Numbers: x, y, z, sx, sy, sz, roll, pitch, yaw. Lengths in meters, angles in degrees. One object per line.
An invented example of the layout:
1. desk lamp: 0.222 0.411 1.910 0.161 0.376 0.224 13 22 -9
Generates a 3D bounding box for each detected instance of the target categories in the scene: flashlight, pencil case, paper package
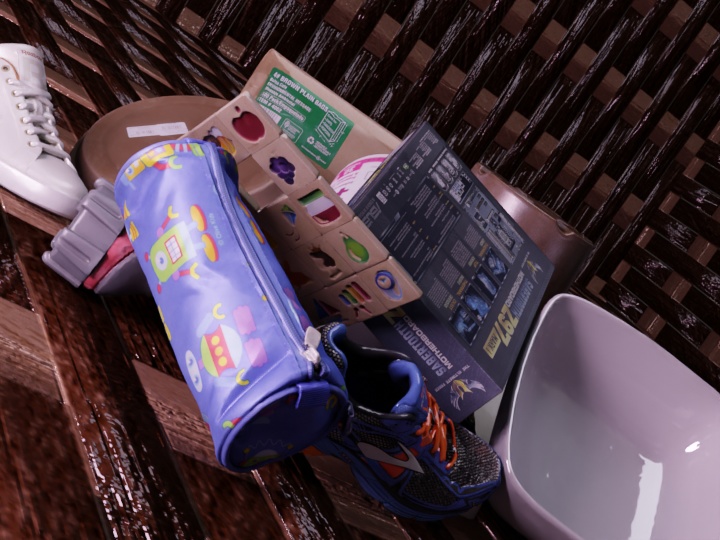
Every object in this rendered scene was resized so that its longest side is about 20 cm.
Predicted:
1. flashlight: -0.108 0.026 0.821 0.199 0.068 0.068 39 16 -12
2. pencil case: -0.076 0.014 0.724 0.077 0.087 0.202 6 48 -47
3. paper package: -0.053 -0.095 1.261 0.199 0.104 0.190 34 -23 -8

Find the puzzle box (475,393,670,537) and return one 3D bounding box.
1. puzzle box: 0.159 0.146 1.023 0.132 0.026 0.200 -32 59 -31

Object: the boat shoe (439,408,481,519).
1. boat shoe: 0.051 0.109 0.947 0.070 0.064 0.200 30 12 -26

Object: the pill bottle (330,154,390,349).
1. pill bottle: 0.000 0.000 0.990 0.113 0.114 0.201 34 33 -4

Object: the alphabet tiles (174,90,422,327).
1. alphabet tiles: -0.073 -0.018 0.834 0.167 0.008 0.199 48 -38 -16

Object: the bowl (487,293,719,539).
1. bowl: 0.178 0.141 0.931 0.199 0.075 0.201 34 47 -10

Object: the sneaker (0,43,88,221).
1. sneaker: -0.255 -0.118 0.933 0.200 0.085 0.073 42 10 29

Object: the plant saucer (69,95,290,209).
1. plant saucer: -0.140 -0.089 1.023 0.196 0.030 0.201 3 36 -2

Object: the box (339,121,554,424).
1. box: 0.058 -0.006 0.913 0.158 0.051 0.200 47 31 -7

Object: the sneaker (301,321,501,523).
1. sneaker: 0.021 0.096 0.791 0.199 0.078 0.076 29 40 -32

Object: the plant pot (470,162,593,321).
1. plant pot: 0.126 0.010 1.312 0.199 0.200 0.200 33 10 -6
